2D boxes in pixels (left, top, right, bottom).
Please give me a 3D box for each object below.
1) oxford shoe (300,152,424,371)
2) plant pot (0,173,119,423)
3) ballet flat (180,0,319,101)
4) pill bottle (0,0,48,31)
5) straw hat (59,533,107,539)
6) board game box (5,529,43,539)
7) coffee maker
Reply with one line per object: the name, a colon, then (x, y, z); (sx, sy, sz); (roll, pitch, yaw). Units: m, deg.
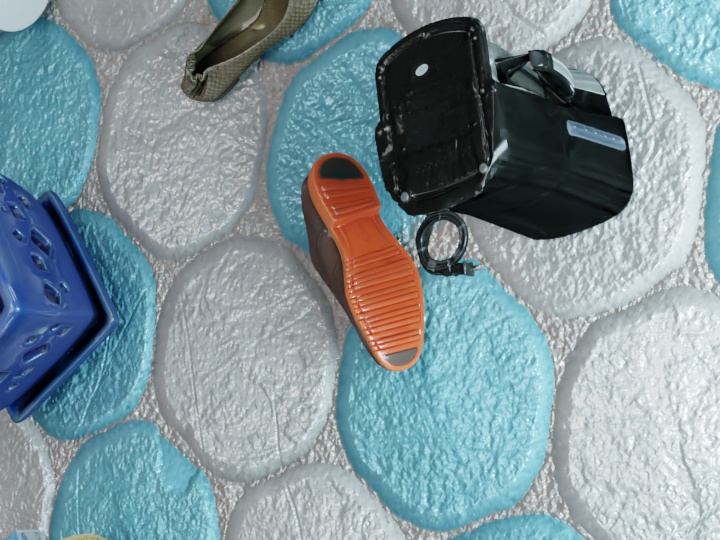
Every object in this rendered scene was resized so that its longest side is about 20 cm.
oxford shoe: (0.000, 0.000, 1.644); (0.073, 0.071, 0.201); (-46, 58, 57)
plant pot: (-0.361, 0.030, 1.835); (0.200, 0.179, 0.201); (-43, 61, 24)
ballet flat: (-0.103, -0.232, 1.751); (0.200, 0.046, 0.068); (-43, 62, 26)
pill bottle: (-0.422, -0.316, 1.966); (0.199, 0.113, 0.114); (20, 97, 38)
straw hat: (-0.245, 0.355, 1.766); (0.200, 0.085, 0.202); (-16, 62, 32)
board game box: (-0.334, 0.378, 1.863); (0.134, 0.034, 0.201); (-40, 62, 27)
coffee maker: (0.111, -0.082, 1.470); (0.134, 0.199, 0.194); (10, 88, 40)
